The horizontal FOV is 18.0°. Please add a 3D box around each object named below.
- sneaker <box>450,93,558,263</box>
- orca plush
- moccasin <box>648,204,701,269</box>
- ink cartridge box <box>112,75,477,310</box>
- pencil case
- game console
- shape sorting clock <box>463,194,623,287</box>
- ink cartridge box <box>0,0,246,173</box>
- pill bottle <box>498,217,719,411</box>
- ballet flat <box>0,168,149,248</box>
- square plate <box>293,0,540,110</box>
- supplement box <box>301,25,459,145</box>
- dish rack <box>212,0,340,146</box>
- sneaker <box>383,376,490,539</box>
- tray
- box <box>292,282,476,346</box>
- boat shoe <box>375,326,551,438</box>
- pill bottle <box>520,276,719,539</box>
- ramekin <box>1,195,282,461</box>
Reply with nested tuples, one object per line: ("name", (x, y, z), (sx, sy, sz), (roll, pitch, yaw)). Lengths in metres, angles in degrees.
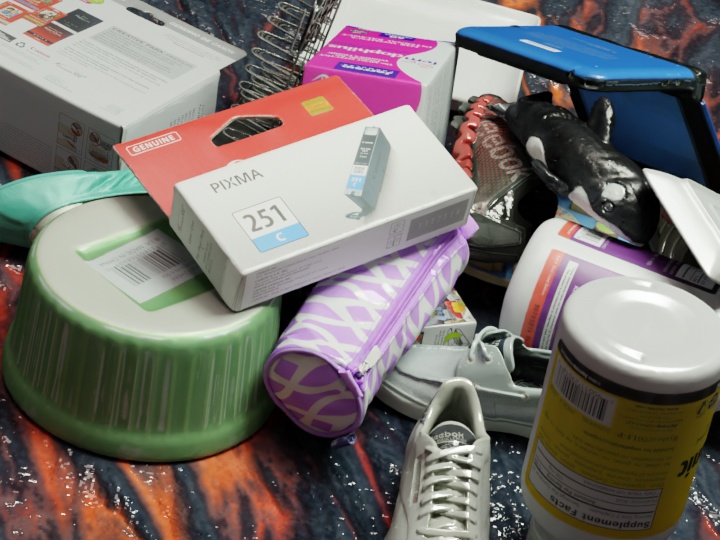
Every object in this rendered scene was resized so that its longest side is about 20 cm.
("sneaker", (0.109, -0.069, 1.782), (0.098, 0.071, 0.201), (9, 37, 6))
("orca plush", (0.176, -0.099, 1.723), (0.105, 0.071, 0.200), (24, 19, -25))
("moccasin", (0.269, -0.016, 1.796), (0.078, 0.074, 0.201), (33, 5, -14))
("ink cartridge box", (-0.048, -0.073, 1.611), (0.199, 0.045, 0.176), (-21, 55, -28))
("pencil case", (0.007, 0.030, 1.606), (0.084, 0.085, 0.200), (47, 46, -14))
("game console", (0.191, -0.127, 1.861), (0.170, 0.119, 0.200), (-4, 17, -32))
("shape sorting clock", (0.129, -0.039, 1.840), (0.199, 0.039, 0.200), (8, 34, -5))
("ink cartridge box", (-0.221, -0.153, 1.865), (0.200, 0.084, 0.175), (28, 37, 23))
("pill bottle", (0.209, 0.043, 1.675), (0.199, 0.113, 0.112), (22, 35, 15))
("ballet flat", (-0.195, -0.041, 1.729), (0.199, 0.067, 0.071), (-12, 54, -28))
("square plate", (0.054, -0.203, 2.069), (0.199, 0.029, 0.198), (14, 33, 5))
("supplement box", (0.013, -0.127, 1.827), (0.101, 0.104, 0.200), (10, 17, 6))
("dish rack", (-0.059, -0.175, 1.848), (0.054, 0.200, 0.154), (25, 35, 1))
("sneaker", (0.053, 0.156, 1.494), (0.076, 0.081, 0.200), (9, 35, -6))
("tray", (0.288, -0.017, 1.683), (0.200, 0.022, 0.108), (20, 34, -50))
("box", (0.000, 0.000, 1.748), (0.110, 0.035, 0.200), (-5, 37, -23))
("boat shoe", (0.104, 0.074, 1.633), (0.200, 0.072, 0.070), (12, 34, 7))
("pill bottle", (0.165, 0.113, 1.479), (0.111, 0.201, 0.111), (8, 34, -5))
("ramekin", (-0.148, 0.034, 1.597), (0.199, 0.098, 0.200), (8, 34, -5))
